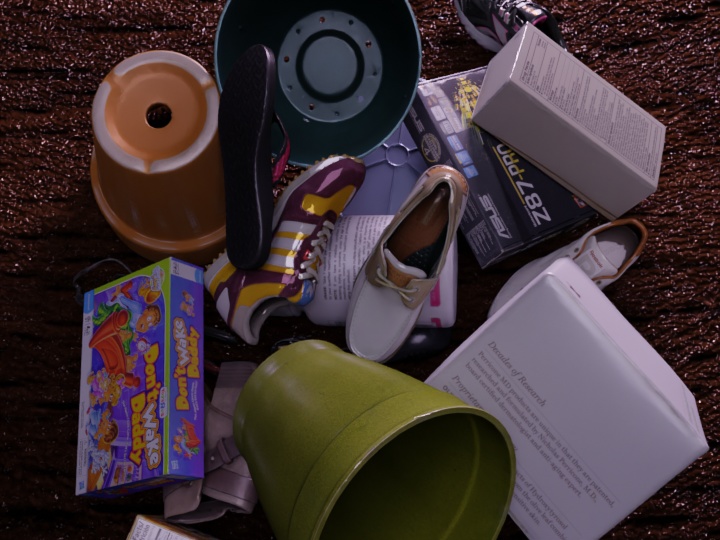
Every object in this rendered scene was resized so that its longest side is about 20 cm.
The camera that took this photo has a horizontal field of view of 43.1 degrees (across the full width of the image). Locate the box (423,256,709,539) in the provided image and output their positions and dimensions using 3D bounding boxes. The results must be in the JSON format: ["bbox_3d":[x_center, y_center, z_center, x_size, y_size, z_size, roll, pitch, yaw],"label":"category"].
[{"bbox_3d":[0.188,0.118,0.849,0.171,0.199,0.200,-45,81,16],"label":"box"}]

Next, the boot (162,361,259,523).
[{"bbox_3d":[-0.169,0.168,0.883,0.197,0.070,0.149,-12,59,29],"label":"boot"}]

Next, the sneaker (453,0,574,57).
[{"bbox_3d":[0.185,-0.281,1.038,0.080,0.086,0.201,-37,78,-12],"label":"sneaker"}]

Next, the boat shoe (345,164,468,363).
[{"bbox_3d":[0.037,-0.004,0.841,0.074,0.068,0.203,23,100,5],"label":"boat shoe"}]

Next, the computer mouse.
[{"bbox_3d":[0.001,0.076,0.969,0.196,0.034,0.060,-10,76,-3],"label":"computer mouse"}]

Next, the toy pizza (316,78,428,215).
[{"bbox_3d":[0.040,-0.124,1.023,0.196,0.032,0.204,0,74,-1],"label":"toy pizza"}]

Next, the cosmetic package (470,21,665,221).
[{"bbox_3d":[0.223,-0.156,0.967,0.198,0.073,0.105,33,52,-12],"label":"cosmetic package"}]

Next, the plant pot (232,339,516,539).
[{"bbox_3d":[-0.008,0.155,0.751,0.200,0.201,0.192,-43,41,-11],"label":"plant pot"}]

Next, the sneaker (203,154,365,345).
[{"bbox_3d":[-0.056,-0.018,0.860,0.200,0.075,0.091,-44,66,15],"label":"sneaker"}]

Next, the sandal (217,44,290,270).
[{"bbox_3d":[-0.094,-0.102,0.838,0.045,0.074,0.204,-1,92,-42],"label":"sandal"}]

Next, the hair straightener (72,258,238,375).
[{"bbox_3d":[-0.219,0.041,0.977,0.197,0.041,0.078,23,76,10],"label":"hair straightener"}]

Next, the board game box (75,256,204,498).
[{"bbox_3d":[-0.210,0.104,0.872,0.133,0.044,0.204,-19,64,34],"label":"board game box"}]

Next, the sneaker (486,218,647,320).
[{"bbox_3d":[0.217,0.004,0.965,0.199,0.085,0.073,-37,79,-6],"label":"sneaker"}]

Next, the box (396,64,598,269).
[{"bbox_3d":[0.148,-0.120,0.981,0.159,0.049,0.202,-20,77,-33],"label":"box"}]

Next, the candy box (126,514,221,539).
[{"bbox_3d":[-0.122,0.294,0.867,0.197,0.116,0.056,20,75,4],"label":"candy box"}]

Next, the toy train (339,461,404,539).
[{"bbox_3d":[-0.028,0.208,0.877,0.113,0.087,0.201,-30,49,-3],"label":"toy train"}]

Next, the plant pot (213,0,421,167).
[{"bbox_3d":[-0.037,-0.211,0.929,0.196,0.161,0.205,0,99,2],"label":"plant pot"}]

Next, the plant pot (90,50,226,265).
[{"bbox_3d":[-0.194,-0.126,0.941,0.196,0.184,0.204,0,75,-1],"label":"plant pot"}]

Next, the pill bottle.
[{"bbox_3d":[0.000,0.000,0.941,0.196,0.113,0.116,0,75,9],"label":"pill bottle"}]
